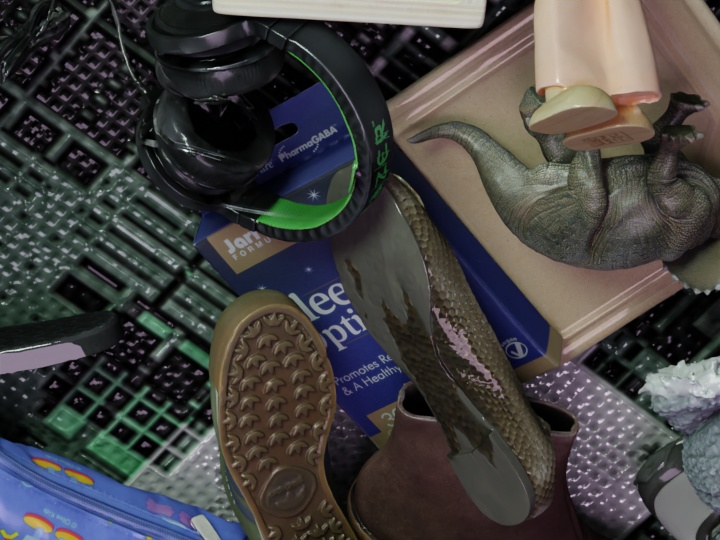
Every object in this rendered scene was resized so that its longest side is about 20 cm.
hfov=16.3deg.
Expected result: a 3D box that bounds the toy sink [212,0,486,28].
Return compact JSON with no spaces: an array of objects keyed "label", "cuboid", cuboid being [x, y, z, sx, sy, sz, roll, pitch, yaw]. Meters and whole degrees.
[{"label":"toy sink","cuboid":[0.000,-0.224,1.158,0.130,0.112,0.200,3,119,-6]}]

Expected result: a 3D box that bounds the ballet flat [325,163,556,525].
[{"label":"ballet flat","cuboid":[0.046,0.033,1.258,0.067,0.046,0.200,-25,95,51]}]

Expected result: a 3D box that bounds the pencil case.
[{"label":"pencil case","cuboid":[-0.151,0.142,1.372,0.200,0.078,0.087,26,136,-17]}]

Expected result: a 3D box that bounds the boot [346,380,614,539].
[{"label":"boot","cuboid":[0.095,0.133,1.357,0.200,0.072,0.166,13,143,-6]}]

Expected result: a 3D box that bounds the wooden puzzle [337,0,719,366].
[{"label":"wooden puzzle","cuboid":[0.117,-0.058,1.306,0.200,0.037,0.185,-31,117,19]}]

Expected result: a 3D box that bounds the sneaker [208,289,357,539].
[{"label":"sneaker","cuboid":[-0.052,0.085,1.339,0.067,0.090,0.201,-22,124,-14]}]

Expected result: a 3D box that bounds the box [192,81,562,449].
[{"label":"box","cuboid":[0.000,0.000,1.314,0.121,0.032,0.200,-27,117,28]}]

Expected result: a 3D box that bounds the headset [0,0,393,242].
[{"label":"headset","cuboid":[-0.082,-0.082,1.219,0.200,0.094,0.124,28,134,19]}]

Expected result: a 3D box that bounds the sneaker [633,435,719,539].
[{"label":"sneaker","cuboid":[0.238,0.159,1.407,0.200,0.079,0.074,35,113,-19]}]

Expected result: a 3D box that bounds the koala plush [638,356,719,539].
[{"label":"koala plush","cuboid":[0.257,0.079,1.311,0.200,0.184,0.178,-18,119,12]}]

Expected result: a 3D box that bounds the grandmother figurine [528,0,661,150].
[{"label":"grandmother figurine","cuboid":[0.104,-0.160,1.180,0.060,0.201,0.121,-9,166,21]}]

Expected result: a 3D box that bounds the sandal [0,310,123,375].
[{"label":"sandal","cuboid":[-0.221,0.062,1.324,0.199,0.075,0.045,-10,104,-1]}]

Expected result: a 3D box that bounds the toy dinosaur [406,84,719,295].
[{"label":"toy dinosaur","cuboid":[0.123,-0.036,1.254,0.199,0.077,0.103,2,115,-4]}]
